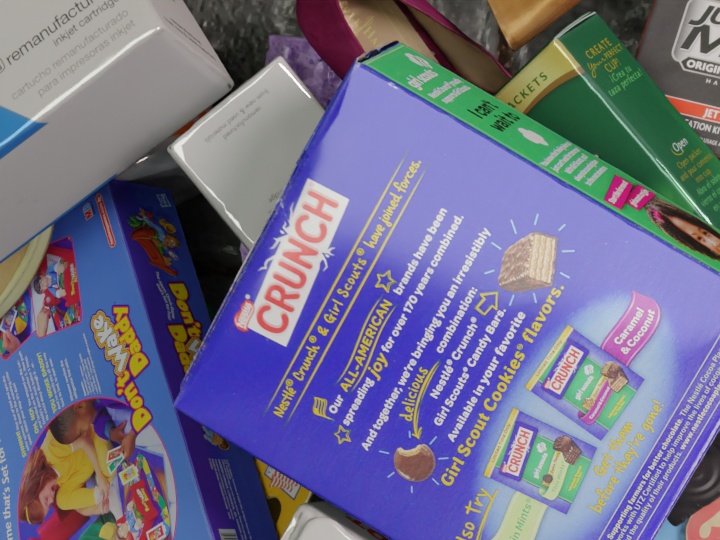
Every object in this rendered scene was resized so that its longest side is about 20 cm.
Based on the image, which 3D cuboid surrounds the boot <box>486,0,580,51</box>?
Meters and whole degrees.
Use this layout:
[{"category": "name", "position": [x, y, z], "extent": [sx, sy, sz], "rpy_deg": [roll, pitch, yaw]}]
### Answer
[{"category": "boot", "position": [0.140, -0.160, 1.083], "extent": [0.200, 0.068, 0.189], "rpy_deg": [-33, 72, 11]}]

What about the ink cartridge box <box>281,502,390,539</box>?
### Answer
[{"category": "ink cartridge box", "position": [0.047, 0.170, 1.118], "extent": [0.146, 0.200, 0.084], "rpy_deg": [33, 100, 19]}]

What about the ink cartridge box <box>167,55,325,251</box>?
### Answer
[{"category": "ink cartridge box", "position": [0.000, 0.000, 1.151], "extent": [0.067, 0.116, 0.200], "rpy_deg": [-40, 95, -1]}]

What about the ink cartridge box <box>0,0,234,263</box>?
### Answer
[{"category": "ink cartridge box", "position": [-0.173, -0.127, 1.147], "extent": [0.146, 0.084, 0.200], "rpy_deg": [-37, 65, 8]}]

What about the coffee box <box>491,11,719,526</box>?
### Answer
[{"category": "coffee box", "position": [0.118, 0.002, 1.097], "extent": [0.200, 0.044, 0.123], "rpy_deg": [52, 130, 2]}]

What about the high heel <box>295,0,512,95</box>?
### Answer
[{"category": "high heel", "position": [0.050, -0.070, 1.159], "extent": [0.200, 0.096, 0.068], "rpy_deg": [35, 89, -7]}]

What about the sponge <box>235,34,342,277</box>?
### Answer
[{"category": "sponge", "position": [-0.005, -0.014, 1.243], "extent": [0.111, 0.030, 0.201], "rpy_deg": [9, 92, 21]}]

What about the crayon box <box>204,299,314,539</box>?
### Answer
[{"category": "crayon box", "position": [-0.088, 0.089, 1.229], "extent": [0.200, 0.051, 0.126], "rpy_deg": [38, 109, 37]}]

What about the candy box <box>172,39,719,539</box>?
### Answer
[{"category": "candy box", "position": [0.051, 0.029, 1.039], "extent": [0.200, 0.077, 0.169], "rpy_deg": [31, 106, 6]}]

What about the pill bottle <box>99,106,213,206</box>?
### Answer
[{"category": "pill bottle", "position": [-0.148, -0.125, 1.258], "extent": [0.114, 0.114, 0.201], "rpy_deg": [-23, 81, 20]}]

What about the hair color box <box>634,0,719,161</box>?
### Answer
[{"category": "hair color box", "position": [0.192, -0.134, 1.126], "extent": [0.101, 0.061, 0.201], "rpy_deg": [15, 79, 21]}]

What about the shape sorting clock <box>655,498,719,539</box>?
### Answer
[{"category": "shape sorting clock", "position": [0.170, 0.039, 1.152], "extent": [0.199, 0.039, 0.201], "rpy_deg": [1, 96, 15]}]

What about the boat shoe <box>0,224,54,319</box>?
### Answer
[{"category": "boat shoe", "position": [-0.223, 0.002, 1.218], "extent": [0.200, 0.063, 0.073], "rpy_deg": [-32, 65, 36]}]

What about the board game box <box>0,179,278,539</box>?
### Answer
[{"category": "board game box", "position": [-0.122, 0.077, 1.196], "extent": [0.134, 0.045, 0.201], "rpy_deg": [-33, 65, 33]}]
